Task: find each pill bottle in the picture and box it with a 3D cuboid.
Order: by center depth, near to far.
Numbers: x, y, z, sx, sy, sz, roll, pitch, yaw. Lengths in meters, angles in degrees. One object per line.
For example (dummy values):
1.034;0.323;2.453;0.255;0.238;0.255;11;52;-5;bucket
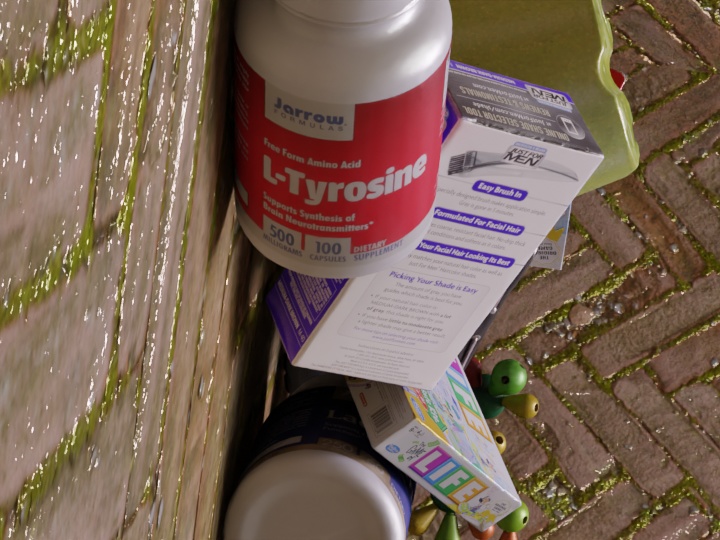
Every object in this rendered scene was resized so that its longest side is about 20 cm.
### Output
-0.011;-0.099;1.154;0.200;0.112;0.113;93;7;-49;pill bottle
-0.021;0.142;1.474;0.200;0.115;0.116;-72;170;-73;pill bottle

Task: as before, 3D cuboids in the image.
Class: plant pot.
0.076;-0.105;1.421;0.200;0.183;0.201;-15;90;-81;plant pot

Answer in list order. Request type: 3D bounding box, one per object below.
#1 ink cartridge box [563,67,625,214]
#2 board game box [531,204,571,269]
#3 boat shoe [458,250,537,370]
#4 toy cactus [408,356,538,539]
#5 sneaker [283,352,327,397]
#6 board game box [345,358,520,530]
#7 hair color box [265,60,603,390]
0.079;-0.117;1.554;0.117;0.199;0.067;-65;162;-2;ink cartridge box
0.081;-0.077;1.884;0.034;0.199;0.135;-77;173;-54;board game box
0.071;0.045;1.618;0.067;0.057;0.201;-107;-146;-52;boat shoe
0.075;0.137;1.717;0.165;0.102;0.201;-112;-158;-54;toy cactus
-0.017;0.123;1.617;0.088;0.074;0.201;-86;172;-72;sneaker
0.028;0.063;1.479;0.134;0.034;0.200;41;19;-45;board game box
0.041;-0.024;1.320;0.200;0.109;0.065;-54;-139;31;hair color box
